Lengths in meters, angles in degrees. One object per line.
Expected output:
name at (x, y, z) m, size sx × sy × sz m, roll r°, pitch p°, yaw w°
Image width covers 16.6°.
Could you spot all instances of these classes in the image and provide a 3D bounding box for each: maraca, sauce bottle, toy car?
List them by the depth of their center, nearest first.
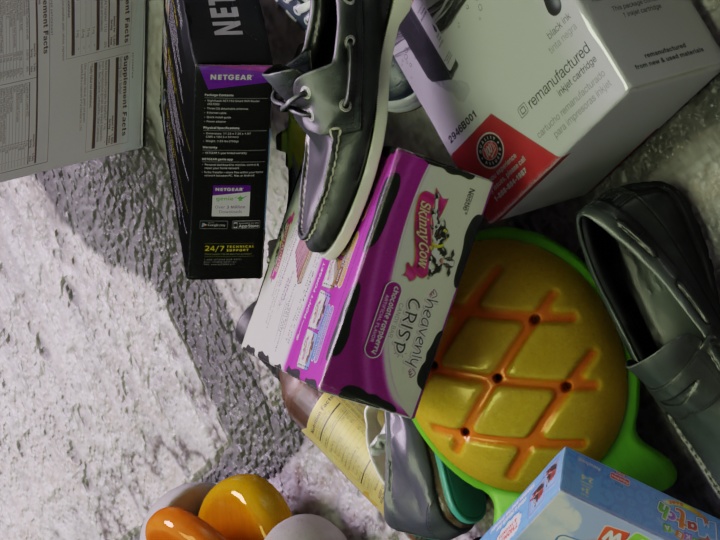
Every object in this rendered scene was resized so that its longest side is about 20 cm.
maraca at (0.097, 0.073, 1.395) m, size 0.137 × 0.107 × 0.201 m, roll -26°, pitch 89°, yaw 20°
sauce bottle at (-0.004, 0.089, 1.553) m, size 0.200 × 0.064 × 0.065 m, roll 45°, pitch 133°, yaw 32°
toy car at (-0.096, 0.243, 1.643) m, size 0.175 × 0.150 × 0.201 m, roll 9°, pitch 109°, yaw 47°

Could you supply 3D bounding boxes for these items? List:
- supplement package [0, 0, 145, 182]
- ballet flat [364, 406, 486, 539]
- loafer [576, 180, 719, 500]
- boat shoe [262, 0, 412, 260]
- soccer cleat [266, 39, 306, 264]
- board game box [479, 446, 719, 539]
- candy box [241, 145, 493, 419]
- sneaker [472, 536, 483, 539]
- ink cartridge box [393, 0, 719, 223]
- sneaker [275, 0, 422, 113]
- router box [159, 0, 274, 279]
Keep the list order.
supplement package at (-0.267, -0.153, 1.664) m, size 0.151 × 0.199 × 0.151 m, roll 25°, pitch 121°, yaw 42°
ballet flat at (0.028, 0.063, 1.470) m, size 0.073 × 0.073 × 0.201 m, roll -22°, pitch 70°, yaw 50°
loafer at (0.173, 0.049, 1.328) m, size 0.068 × 0.070 × 0.201 m, roll -34°, pitch 77°, yaw 49°
boat shoe at (-0.018, -0.108, 1.317) m, size 0.074 × 0.066 × 0.200 m, roll -148°, pitch 70°, yaw -70°
soccer cleat at (-0.010, -0.059, 1.524) m, size 0.083 × 0.065 × 0.201 m, roll 7°, pitch 102°, yaw 8°
board game box at (0.129, 0.192, 1.386) m, size 0.151 × 0.037 × 0.200 m, roll 25°, pitch 134°, yaw -11°
candy box at (0.000, 0.000, 1.387) m, size 0.200 × 0.061 × 0.137 m, roll -160°, pitch 89°, yaw -74°
sneaker at (0.065, 0.193, 1.501) m, size 0.080 × 0.073 × 0.200 m, roll 57°, pitch 137°, yaw 22°
ink cartridge box at (0.086, -0.151, 1.349) m, size 0.144 × 0.083 × 0.201 m, roll -45°, pitch 68°, yaw 48°
sneaker at (-0.031, -0.176, 1.431) m, size 0.070 × 0.108 × 0.200 m, roll -44°, pitch 55°, yaw 14°
router box at (-0.090, -0.111, 1.504) m, size 0.200 × 0.051 × 0.150 m, roll -104°, pitch 16°, yaw -53°
